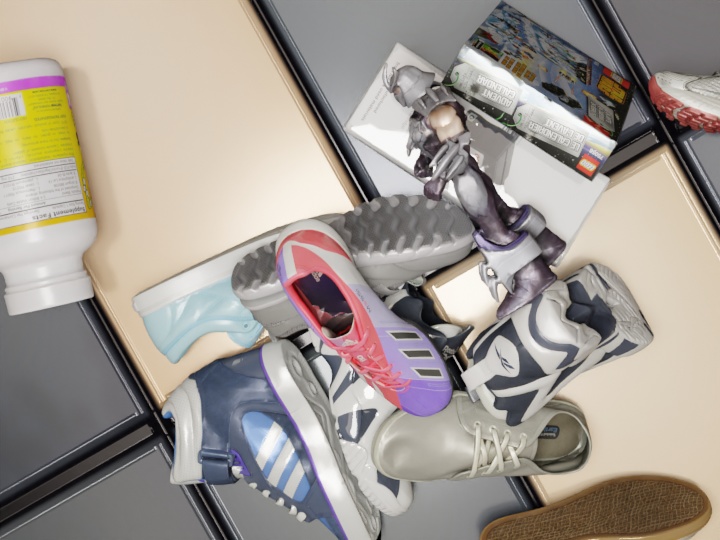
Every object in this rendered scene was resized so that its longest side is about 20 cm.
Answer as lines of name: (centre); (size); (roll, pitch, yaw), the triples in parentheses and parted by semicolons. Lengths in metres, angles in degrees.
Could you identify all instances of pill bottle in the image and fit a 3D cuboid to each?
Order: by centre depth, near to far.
pill bottle: (-0.278, -0.068, 1.467); (0.103, 0.104, 0.202); (-12, 92, 4)

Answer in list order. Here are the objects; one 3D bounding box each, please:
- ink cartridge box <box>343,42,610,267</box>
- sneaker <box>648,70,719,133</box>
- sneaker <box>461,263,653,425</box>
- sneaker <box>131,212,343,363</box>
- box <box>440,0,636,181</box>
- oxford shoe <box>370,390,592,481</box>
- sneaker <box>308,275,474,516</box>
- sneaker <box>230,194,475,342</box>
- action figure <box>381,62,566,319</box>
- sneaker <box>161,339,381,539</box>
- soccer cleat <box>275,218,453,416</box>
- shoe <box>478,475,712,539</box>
ink cartridge box: (0.093, -0.092, 1.425); (0.199, 0.145, 0.084); (33, 93, 1)
sneaker: (0.333, -0.152, 1.451); (0.198, 0.078, 0.083); (1, 89, -6)
sneaker: (0.148, 0.064, 1.419); (0.129, 0.199, 0.080); (-35, 82, 26)
sneaker: (-0.089, 0.017, 1.482); (0.199, 0.074, 0.082); (-23, 96, 14)
box: (0.145, -0.146, 1.393); (0.136, 0.200, 0.040); (32, 112, 2)
oxford shoe: (0.105, 0.139, 1.442); (0.198, 0.058, 0.076); (-1, 108, -22)
sneaker: (0.042, 0.095, 1.469); (0.129, 0.079, 0.201); (-18, 82, 12)
sneaker: (0.000, 0.000, 1.420); (0.199, 0.075, 0.082); (-15, 130, 12)
action figure: (0.074, -0.069, 1.294); (0.069, 0.130, 0.201); (-32, 103, 11)
sneaker: (-0.084, 0.167, 1.488); (0.146, 0.081, 0.201); (-25, 98, 16)
soccer cleat: (0.001, 0.051, 1.357); (0.068, 0.073, 0.200); (-30, 115, 20)
shoe: (0.197, 0.222, 1.485); (0.198, 0.070, 0.054); (-12, 135, 0)
